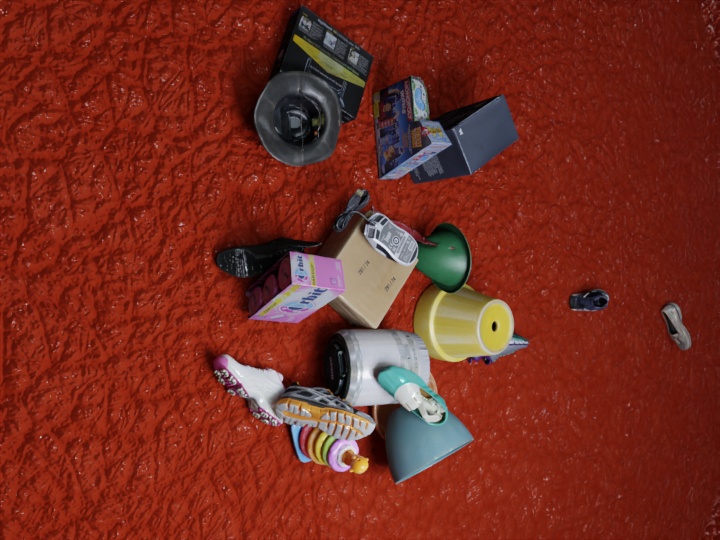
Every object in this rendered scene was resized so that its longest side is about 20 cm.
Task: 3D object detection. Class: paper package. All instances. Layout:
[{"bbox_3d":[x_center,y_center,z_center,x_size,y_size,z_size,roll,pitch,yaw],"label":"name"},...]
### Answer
[{"bbox_3d":[0.000,0.000,1.158,0.191,0.103,0.201,43,67,-28],"label":"paper package"}]

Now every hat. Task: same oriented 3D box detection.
[{"bbox_3d":[0.132,-0.034,1.231,0.175,0.200,0.167,-2,118,-29],"label":"hat"},{"bbox_3d":[-0.138,-0.307,1.068,0.199,0.081,0.202,-10,107,-36],"label":"hat"}]

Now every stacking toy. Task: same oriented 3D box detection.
[{"bbox_3d":[-0.045,0.362,1.067,0.115,0.199,0.111,-23,110,-30],"label":"stacking toy"}]

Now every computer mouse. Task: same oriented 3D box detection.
[{"bbox_3d":[0.038,-0.076,1.098,0.200,0.044,0.110,39,65,-23],"label":"computer mouse"}]

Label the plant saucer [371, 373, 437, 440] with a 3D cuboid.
[{"bbox_3d":[0.104,0.320,1.276,0.199,0.037,0.202,-1,92,-35],"label":"plant saucer"}]

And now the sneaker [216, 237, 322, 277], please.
[{"bbox_3d":[-0.178,-0.030,1.053,0.198,0.104,0.061,-2,106,1],"label":"sneaker"}]

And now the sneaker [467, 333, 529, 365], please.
[{"bbox_3d":[0.378,0.217,1.456,0.198,0.074,0.088,7,101,-26],"label":"sneaker"}]

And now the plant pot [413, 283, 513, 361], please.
[{"bbox_3d":[0.264,0.131,1.293,0.199,0.188,0.203,-1,91,-36],"label":"plant pot"}]

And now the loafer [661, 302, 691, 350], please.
[{"bbox_3d":[1.224,0.225,2.049,0.063,0.072,0.201,-26,99,-15],"label":"loafer"}]

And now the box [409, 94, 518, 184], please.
[{"bbox_3d":[0.231,-0.310,1.256,0.196,0.199,0.118,-37,111,-28],"label":"box"}]

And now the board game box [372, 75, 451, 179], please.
[{"bbox_3d":[0.112,-0.317,1.172,0.061,0.199,0.202,-8,96,-33],"label":"board game box"}]

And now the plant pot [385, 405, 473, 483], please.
[{"bbox_3d":[0.134,0.368,1.182,0.199,0.200,0.135,-12,61,-34],"label":"plant pot"}]

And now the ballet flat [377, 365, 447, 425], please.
[{"bbox_3d":[0.115,0.257,1.055,0.067,0.071,0.200,-44,124,12],"label":"ballet flat"}]

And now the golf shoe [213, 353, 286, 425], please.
[{"bbox_3d":[-0.209,0.221,1.042,0.200,0.075,0.092,55,52,-30],"label":"golf shoe"}]

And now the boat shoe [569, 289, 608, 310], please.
[{"bbox_3d":[0.776,0.102,1.709,0.199,0.092,0.075,-7,95,-34],"label":"boat shoe"}]

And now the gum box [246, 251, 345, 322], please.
[{"bbox_3d":[-0.132,0.040,1.015,0.113,0.200,0.067,8,62,-35],"label":"gum box"}]

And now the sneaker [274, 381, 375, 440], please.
[{"bbox_3d":[-0.064,0.272,1.035,0.198,0.079,0.077,19,35,-2],"label":"sneaker"}]

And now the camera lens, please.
[{"bbox_3d":[0.028,0.207,1.132,0.198,0.160,0.162,3,89,-25],"label":"camera lens"}]

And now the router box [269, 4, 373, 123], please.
[{"bbox_3d":[-0.078,-0.436,1.126,0.199,0.052,0.159,24,77,-33],"label":"router box"}]
